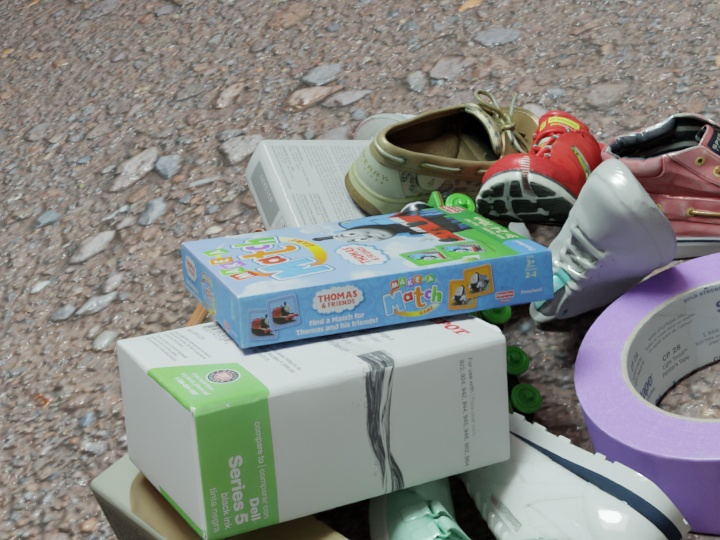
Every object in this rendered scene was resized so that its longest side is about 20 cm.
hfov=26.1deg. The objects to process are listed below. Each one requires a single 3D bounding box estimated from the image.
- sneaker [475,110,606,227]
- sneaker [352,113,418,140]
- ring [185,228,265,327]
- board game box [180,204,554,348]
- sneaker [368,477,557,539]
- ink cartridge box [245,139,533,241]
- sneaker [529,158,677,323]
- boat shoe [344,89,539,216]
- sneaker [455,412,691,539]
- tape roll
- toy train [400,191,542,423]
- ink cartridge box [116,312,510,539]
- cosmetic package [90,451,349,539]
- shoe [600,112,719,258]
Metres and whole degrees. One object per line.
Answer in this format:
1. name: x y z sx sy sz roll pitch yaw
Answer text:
1. sneaker: 0.138 -0.077 1.147 0.077 0.085 0.200 1 -1 22
2. sneaker: 0.019 -0.075 1.277 0.088 0.082 0.200 4 26 -18
3. ring: -0.112 0.062 1.140 0.201 0.019 0.201 -55 15 23
4. board game box: 0.000 0.000 0.986 0.199 0.037 0.151 -9 16 -18
5. sneaker: 0.070 0.167 0.900 0.118 0.074 0.201 -28 35 21
6. ink cartridge box: 0.030 -0.027 1.167 0.199 0.050 0.161 -1 51 -31
7. sneaker: 0.154 -0.005 1.056 0.088 0.200 0.075 -34 73 -10
8. boat shoe: 0.078 -0.092 1.174 0.200 0.063 0.073 -23 62 -41
9. sneaker: 0.104 0.143 0.950 0.200 0.076 0.081 19 70 53
10. tape roll: 0.238 0.071 0.975 0.199 0.066 0.200 -16 32 10
11. toy train: 0.072 0.029 1.081 0.056 0.042 0.201 -5 57 -19
12. ink cartridge box: -0.029 0.078 0.937 0.199 0.084 0.145 -11 17 -23
13. cosmetic package: -0.075 0.182 0.963 0.071 0.106 0.200 -37 37 -24
14. shoe: 0.275 -0.064 1.126 0.199 0.091 0.072 -5 36 25
